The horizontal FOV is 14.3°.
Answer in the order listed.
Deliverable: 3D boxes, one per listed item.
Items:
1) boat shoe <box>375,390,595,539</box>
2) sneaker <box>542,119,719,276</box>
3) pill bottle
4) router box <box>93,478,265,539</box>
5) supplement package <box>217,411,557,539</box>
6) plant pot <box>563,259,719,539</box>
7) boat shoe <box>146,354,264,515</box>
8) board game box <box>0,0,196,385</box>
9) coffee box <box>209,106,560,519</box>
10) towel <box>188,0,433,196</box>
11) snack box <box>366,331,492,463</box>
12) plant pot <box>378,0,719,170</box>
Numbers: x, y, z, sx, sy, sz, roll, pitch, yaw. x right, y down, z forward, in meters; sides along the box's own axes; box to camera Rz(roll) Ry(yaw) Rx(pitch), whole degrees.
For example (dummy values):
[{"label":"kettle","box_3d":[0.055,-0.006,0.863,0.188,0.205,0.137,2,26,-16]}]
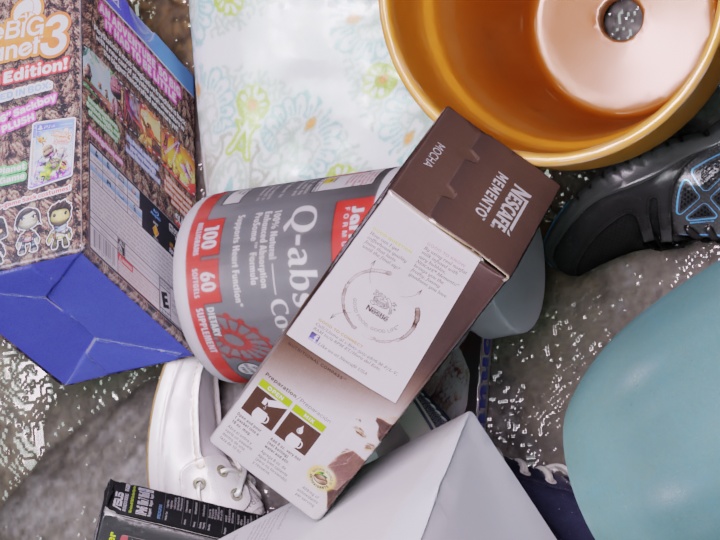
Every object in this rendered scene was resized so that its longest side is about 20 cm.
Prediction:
[{"label":"boat shoe","box_3d":[0.085,0.133,1.697,0.092,0.075,0.201,-30,85,-20]},{"label":"sneaker","box_3d":[0.199,-0.041,1.672,0.199,0.073,0.082,-30,80,17]},{"label":"pill bottle","box_3d":[0.000,0.000,1.691,0.199,0.116,0.117,-8,85,26]},{"label":"router box","box_3d":[-0.103,0.240,1.724,0.149,0.062,0.201,14,105,-5]},{"label":"supplement package","box_3d":[0.001,0.215,1.565,0.199,0.191,0.147,-28,105,23]},{"label":"plant pot","box_3d":[0.211,0.096,1.603,0.160,0.200,0.202,-27,79,28]},{"label":"boat shoe","box_3d":[-0.091,0.142,1.770,0.069,0.071,0.201,3,99,17]},{"label":"board game box","box_3d":[-0.173,-0.058,1.726,0.096,0.159,0.201,-13,61,18]},{"label":"coffee box","box_3d":[0.013,0.024,1.561,0.080,0.113,0.200,36,123,0]},{"label":"towel","box_3d":[-0.009,-0.124,1.763,0.199,0.048,0.172,-6,85,19]},{"label":"snack box","box_3d":[0.042,0.063,1.748,0.071,0.024,0.201,4,89,21]},{"label":"plant pot","box_3d":[0.132,-0.151,1.642,0.199,0.183,0.202,-1,86,19]}]
